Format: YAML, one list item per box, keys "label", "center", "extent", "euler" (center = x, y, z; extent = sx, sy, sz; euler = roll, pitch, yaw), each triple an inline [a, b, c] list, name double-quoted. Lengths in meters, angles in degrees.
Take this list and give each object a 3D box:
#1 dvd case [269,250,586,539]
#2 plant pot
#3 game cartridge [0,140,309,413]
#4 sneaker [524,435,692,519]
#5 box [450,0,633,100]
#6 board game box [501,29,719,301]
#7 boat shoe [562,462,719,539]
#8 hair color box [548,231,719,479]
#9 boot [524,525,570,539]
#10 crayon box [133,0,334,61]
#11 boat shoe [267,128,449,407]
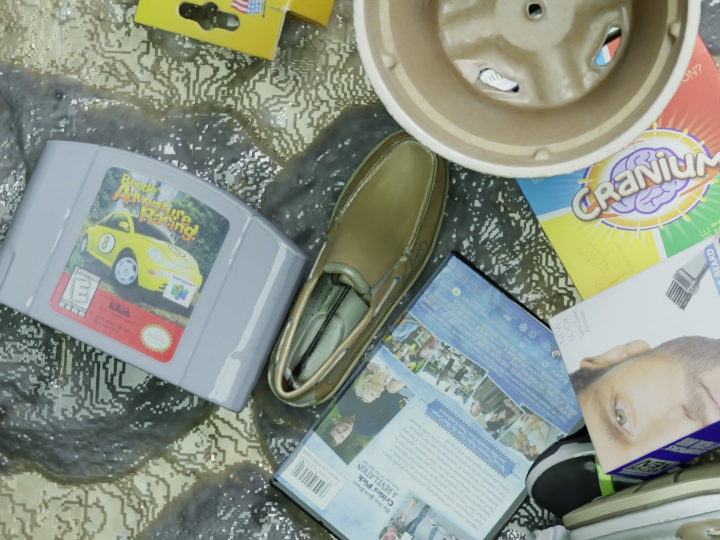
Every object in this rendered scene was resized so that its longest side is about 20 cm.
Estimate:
- label: "dvd case"
  center: [0.055, 0.108, 1.651]
  extent: [0.143, 0.018, 0.200]
  euler: [39, 94, 5]
- label: "plant pot"
  center: [0.103, -0.161, 1.516]
  extent: [0.200, 0.183, 0.201]
  euler: [1, 95, 6]
- label: "game cartridge"
  center: [-0.142, -0.005, 1.660]
  extent: [0.200, 0.041, 0.133]
  euler: [24, 89, 13]
- label: "sneaker"
  center: [0.197, 0.171, 1.587]
  extent: [0.200, 0.083, 0.072]
  euler: [18, 136, 7]
- label: "box"
  center: [0.131, -0.155, 1.631]
  extent: [0.200, 0.041, 0.039]
  euler: [-28, 86, 6]
- label: "board game box"
  center: [0.192, -0.050, 1.621]
  extent: [0.153, 0.040, 0.200]
  euler: [-30, 86, 7]
- label: "boat shoe"
  center: [0.221, 0.152, 1.518]
  extent: [0.200, 0.075, 0.068]
  euler: [-16, 92, 25]
- label: "hair color box"
  center: [0.225, 0.040, 1.522]
  extent: [0.200, 0.065, 0.109]
  euler: [-29, 68, 29]
- label: "boot"
  center: [0.053, 0.231, 1.608]
  extent: [0.096, 0.074, 0.200]
  euler: [31, 104, -4]
- label: "crayon box"
  center: [-0.063, -0.241, 1.628]
  extent: [0.127, 0.051, 0.200]
  euler: [20, 93, 34]
- label: "boat shoe"
  center: [0.000, 0.000, 1.629]
  extent: [0.072, 0.076, 0.200]
  euler: [24, 93, 7]
